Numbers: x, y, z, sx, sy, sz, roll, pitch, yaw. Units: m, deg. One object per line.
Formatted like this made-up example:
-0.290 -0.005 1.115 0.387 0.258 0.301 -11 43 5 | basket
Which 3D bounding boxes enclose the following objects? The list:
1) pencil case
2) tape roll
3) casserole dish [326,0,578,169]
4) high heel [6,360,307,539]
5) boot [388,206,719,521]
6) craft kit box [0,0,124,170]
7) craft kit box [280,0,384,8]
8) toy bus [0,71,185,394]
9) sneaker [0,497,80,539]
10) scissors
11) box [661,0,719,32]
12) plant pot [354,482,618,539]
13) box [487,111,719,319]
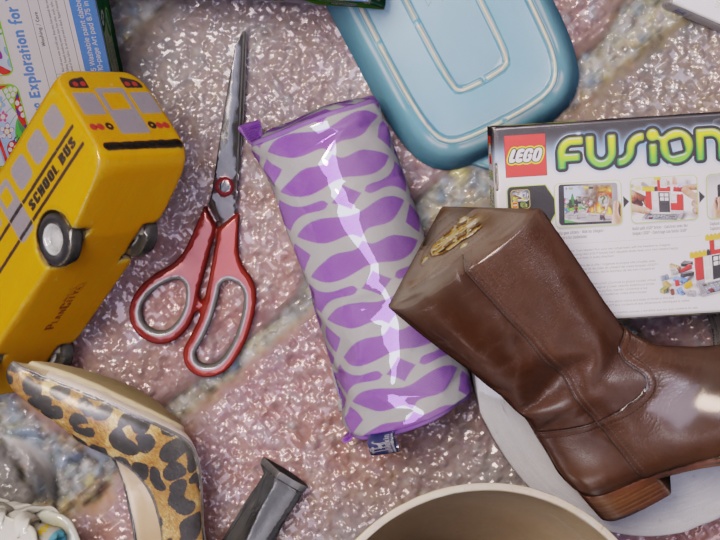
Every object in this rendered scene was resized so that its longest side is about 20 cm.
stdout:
0.000 0.000 0.939 0.085 0.084 0.201 -13 96 35 | pencil case
0.163 0.049 0.948 0.199 0.066 0.202 0 95 1 | tape roll
0.048 -0.153 0.941 0.121 0.039 0.201 -28 94 3 | casserole dish
-0.142 0.145 0.939 0.199 0.071 0.143 31 90 -23 | high heel
0.136 0.022 0.845 0.186 0.064 0.200 -36 111 16 | boot
-0.236 -0.138 0.885 0.196 0.049 0.201 -5 132 0 | craft kit box
-0.077 -0.252 0.901 0.196 0.048 0.202 6 96 12 | craft kit box
-0.176 -0.014 0.910 0.078 0.065 0.200 55 126 21 | toy bus
-0.213 0.161 0.941 0.200 0.076 0.081 40 104 12 | sneaker
-0.076 -0.036 0.968 0.073 0.014 0.201 22 95 0 | scissors
0.294 -0.181 0.937 0.199 0.036 0.145 22 96 -3 | box
0.051 0.208 0.890 0.186 0.200 0.189 1 84 -7 | plant pot
0.172 -0.031 0.889 0.198 0.035 0.111 -3 96 1 | box
